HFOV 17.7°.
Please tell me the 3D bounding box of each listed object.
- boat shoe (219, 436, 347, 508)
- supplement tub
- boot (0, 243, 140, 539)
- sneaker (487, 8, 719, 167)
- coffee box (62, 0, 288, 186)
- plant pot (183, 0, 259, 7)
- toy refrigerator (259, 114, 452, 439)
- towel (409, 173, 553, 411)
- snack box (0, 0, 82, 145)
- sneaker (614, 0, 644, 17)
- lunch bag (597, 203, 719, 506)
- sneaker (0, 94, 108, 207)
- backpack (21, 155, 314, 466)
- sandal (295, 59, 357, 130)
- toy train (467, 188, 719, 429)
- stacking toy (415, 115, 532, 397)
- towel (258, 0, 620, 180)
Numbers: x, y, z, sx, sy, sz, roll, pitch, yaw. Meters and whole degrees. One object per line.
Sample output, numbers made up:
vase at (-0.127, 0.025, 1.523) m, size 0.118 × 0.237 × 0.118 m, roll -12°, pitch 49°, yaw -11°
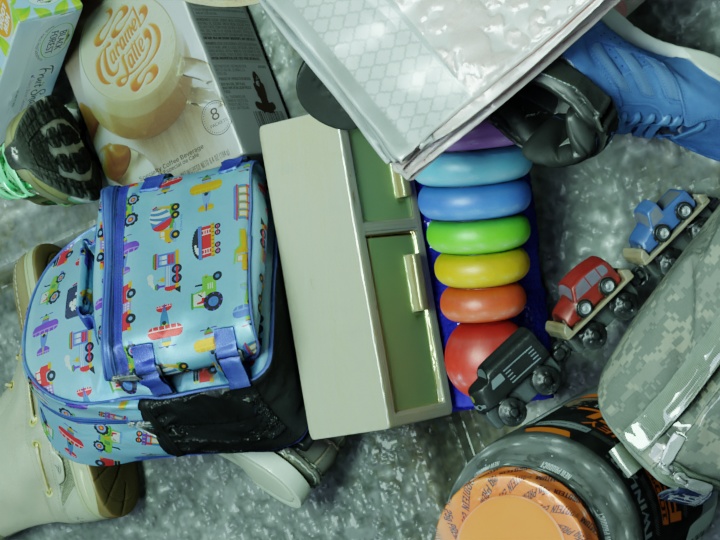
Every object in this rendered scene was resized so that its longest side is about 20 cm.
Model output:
boat shoe at (-0.093, 0.088, 1.571) m, size 0.201 × 0.072 × 0.060 m, roll 31°, pitch 71°, yaw 35°
supplement tub at (0.128, 0.144, 1.371) m, size 0.122 × 0.200 × 0.123 m, roll 5°, pitch 102°, yaw 26°
boot at (-0.249, 0.093, 1.654) m, size 0.154 × 0.072 × 0.201 m, roll -17°, pitch 86°, yaw 31°
sneaker at (0.150, -0.091, 1.354) m, size 0.200 × 0.111 × 0.077 m, roll 33°, pitch 147°, yaw -17°
coffee box at (-0.136, -0.149, 1.565) m, size 0.114 × 0.080 × 0.200 m, roll -26°, pitch 82°, yaw 28°
plant pot at (-0.085, -0.273, 1.451) m, size 0.186 × 0.200 × 0.187 m, roll -1°, pitch 105°, yaw -4°
toy refrigerator at (0.000, 0.000, 1.457) m, size 0.070 × 0.076 × 0.201 m, roll -11°, pitch 87°, yaw 35°
towel at (0.046, -0.008, 1.495) m, size 0.147 × 0.050 × 0.201 m, roll -6°, pitch 91°, yaw 28°
snack box at (-0.257, -0.179, 1.581) m, size 0.142 × 0.053 × 0.200 m, roll 62°, pitch 152°, yaw 17°
sneaker at (0.106, -0.227, 1.402) m, size 0.105 × 0.075 × 0.200 m, roll -34°, pitch 110°, yaw 21°
lunch bag at (0.233, 0.030, 1.328) m, size 0.139 × 0.168 × 0.200 m, roll 42°, pitch 112°, yaw 19°
sneaker at (-0.222, -0.065, 1.546) m, size 0.088 × 0.200 × 0.077 m, roll -24°, pitch 90°, yaw 3°
backpack at (-0.134, 0.031, 1.498) m, size 0.199 × 0.135 × 0.183 m, roll -9°, pitch 56°, yaw 19°
sandal at (0.032, -0.164, 1.364) m, size 0.075 × 0.045 × 0.200 m, roll 32°, pitch 107°, yaw -10°
toy train at (0.141, 0.016, 1.401) m, size 0.200 × 0.034 × 0.046 m, roll -43°, pitch 103°, yaw -10°
stacking toy at (0.071, -0.018, 1.414) m, size 0.085 × 0.085 × 0.201 m, roll 0°, pitch 98°, yaw 29°
towel at (0.037, -0.184, 1.313) m, size 0.191 × 0.032 × 0.200 m, roll -41°, pitch 70°, yaw 6°
